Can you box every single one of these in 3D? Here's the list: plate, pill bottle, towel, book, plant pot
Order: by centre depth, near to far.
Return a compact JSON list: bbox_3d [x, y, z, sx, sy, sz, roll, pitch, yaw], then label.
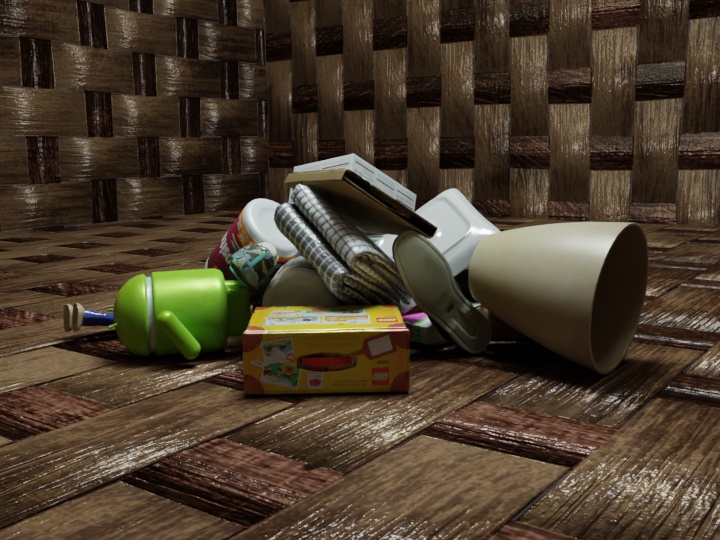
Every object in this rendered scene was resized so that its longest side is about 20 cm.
[{"bbox_3d":[0.249,0.016,1.061,0.197,0.192,0.185,14,16,38],"label":"plant pot"},{"bbox_3d":[-0.020,-0.016,1.143,0.166,0.086,0.199,45,5,35],"label":"towel"},{"bbox_3d":[-0.085,0.041,1.243,0.113,0.119,0.200,-1,9,2],"label":"pill bottle"},{"bbox_3d":[0.077,0.075,1.254,0.132,0.049,0.198,-10,11,-40],"label":"book"},{"bbox_3d":[0.104,-0.044,1.281,0.199,0.032,0.200,-37,32,3],"label":"plate"},{"bbox_3d":[-0.189,-0.014,1.345,0.112,0.114,0.200,-12,-30,-51],"label":"pill bottle"}]

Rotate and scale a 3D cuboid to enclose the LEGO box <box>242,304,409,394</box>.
[{"bbox_3d":[-0.042,0.096,1.012,0.195,0.079,0.149,-1,9,-2],"label":"LEGO box"}]

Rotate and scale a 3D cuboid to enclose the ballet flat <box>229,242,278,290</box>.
[{"bbox_3d":[-0.148,-0.010,1.182,0.072,0.076,0.200,-2,4,-8],"label":"ballet flat"}]

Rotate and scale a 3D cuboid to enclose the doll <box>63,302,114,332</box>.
[{"bbox_3d":[-0.360,0.074,1.284,0.197,0.050,0.135,0,-4,-39],"label":"doll"}]

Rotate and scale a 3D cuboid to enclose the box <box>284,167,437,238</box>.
[{"bbox_3d":[-0.003,-0.093,1.138,0.162,0.022,0.199,30,-9,-26],"label":"box"}]

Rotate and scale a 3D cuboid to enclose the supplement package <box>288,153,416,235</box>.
[{"bbox_3d":[-0.016,-0.117,1.521,0.154,0.113,0.199,-6,-22,39],"label":"supplement package"}]

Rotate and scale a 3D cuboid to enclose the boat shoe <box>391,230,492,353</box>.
[{"bbox_3d":[0.102,0.031,1.115,0.072,0.201,0.067,-41,18,-10],"label":"boat shoe"}]

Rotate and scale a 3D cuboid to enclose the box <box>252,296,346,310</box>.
[{"bbox_3d":[-0.071,0.024,1.453,0.196,0.088,0.163,4,9,29],"label":"box"}]

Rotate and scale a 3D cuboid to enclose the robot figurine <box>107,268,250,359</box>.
[{"bbox_3d":[-0.256,0.059,1.141,0.195,0.118,0.175,-4,14,-16],"label":"robot figurine"}]

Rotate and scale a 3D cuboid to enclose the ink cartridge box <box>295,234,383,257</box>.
[{"bbox_3d":[-0.007,-0.046,1.483,0.195,0.045,0.173,2,8,17],"label":"ink cartridge box"}]

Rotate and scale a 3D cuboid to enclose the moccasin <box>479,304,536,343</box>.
[{"bbox_3d":[0.268,0.065,1.165,0.196,0.080,0.074,5,6,1],"label":"moccasin"}]

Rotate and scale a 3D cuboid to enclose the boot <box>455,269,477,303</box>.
[{"bbox_3d":[0.192,0.040,1.328,0.148,0.075,0.200,14,-11,24],"label":"boot"}]
